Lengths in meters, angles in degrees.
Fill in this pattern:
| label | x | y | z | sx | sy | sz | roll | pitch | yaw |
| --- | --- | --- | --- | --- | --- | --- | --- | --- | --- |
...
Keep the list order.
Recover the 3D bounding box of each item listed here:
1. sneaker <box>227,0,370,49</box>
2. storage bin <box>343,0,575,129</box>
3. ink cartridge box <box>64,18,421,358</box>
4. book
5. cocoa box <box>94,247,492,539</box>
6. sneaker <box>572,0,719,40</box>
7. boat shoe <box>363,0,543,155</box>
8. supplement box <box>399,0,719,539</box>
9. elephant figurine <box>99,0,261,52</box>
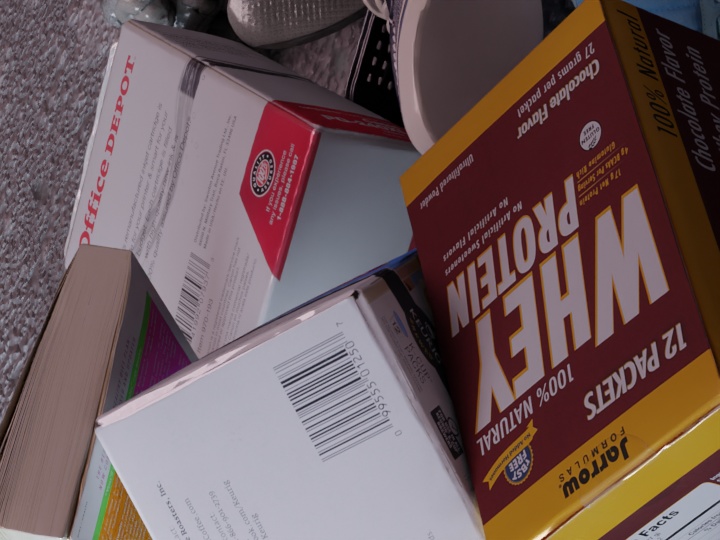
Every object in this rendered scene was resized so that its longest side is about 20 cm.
| label | x | y | z | sx | sy | sz | roll | pitch | yaw |
| --- | --- | --- | --- | --- | --- | --- | --- | --- | --- |
| sneaker | 0.007 | -0.182 | 1.261 | 0.200 | 0.070 | 0.080 | -40 | -9 | -19 |
| storage bin | 0.085 | -0.152 | 1.177 | 0.135 | 0.094 | 0.200 | 17 | 90 | 56 |
| ink cartridge box | -0.061 | -0.030 | 1.155 | 0.200 | 0.083 | 0.145 | 33 | 112 | 51 |
| book | -0.103 | 0.092 | 1.015 | 0.048 | 0.200 | 0.134 | 8 | 64 | 17 |
| cocoa box | 0.007 | 0.110 | 0.948 | 0.133 | 0.131 | 0.200 | -28 | 91 | 18 |
| sneaker | 0.179 | -0.176 | 1.079 | 0.200 | 0.131 | 0.080 | -26 | 26 | 4 |
| boat shoe | 0.037 | -0.132 | 1.103 | 0.093 | 0.075 | 0.200 | -27 | 47 | 55 |
| supplement box | 0.149 | 0.025 | 0.921 | 0.133 | 0.200 | 0.197 | -43 | 45 | 37 |
| elephant figurine | -0.055 | -0.204 | 1.387 | 0.200 | 0.155 | 0.142 | -30 | 17 | 33 |
